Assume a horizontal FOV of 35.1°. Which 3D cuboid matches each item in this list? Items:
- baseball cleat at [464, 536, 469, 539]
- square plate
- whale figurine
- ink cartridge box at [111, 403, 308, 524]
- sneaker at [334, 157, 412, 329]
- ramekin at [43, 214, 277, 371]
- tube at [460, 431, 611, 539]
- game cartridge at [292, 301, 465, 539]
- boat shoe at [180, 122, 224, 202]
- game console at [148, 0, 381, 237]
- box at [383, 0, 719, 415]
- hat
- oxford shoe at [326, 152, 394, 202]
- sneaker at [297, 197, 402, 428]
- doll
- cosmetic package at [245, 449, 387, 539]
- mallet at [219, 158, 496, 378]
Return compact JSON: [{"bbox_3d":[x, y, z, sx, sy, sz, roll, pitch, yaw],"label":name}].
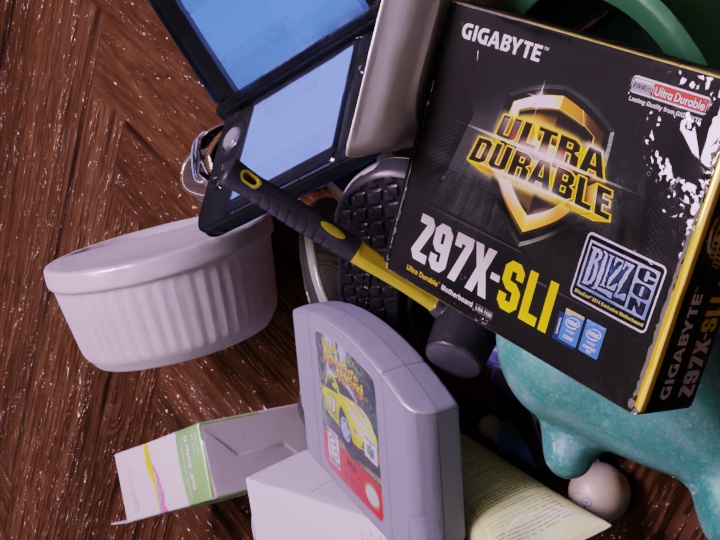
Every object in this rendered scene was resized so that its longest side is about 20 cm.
[{"bbox_3d":[0.088,0.232,0.740,0.199,0.070,0.107,12,108,8],"label":"baseball cleat"},{"bbox_3d":[0.057,-0.163,0.686,0.028,0.200,0.199,18,102,16],"label":"square plate"},{"bbox_3d":[0.163,0.063,0.648,0.159,0.104,0.200,-44,70,12],"label":"whale figurine"},{"bbox_3d":[-0.142,0.178,1.029,0.200,0.117,0.068,-26,75,48],"label":"ink cartridge box"},{"bbox_3d":[0.027,-0.033,0.791,0.072,0.083,0.200,32,153,7],"label":"sneaker"},{"bbox_3d":[-0.163,0.016,0.981,0.202,0.202,0.095,1,108,50],"label":"ramekin"},{"bbox_3d":[0.081,0.150,0.760,0.058,0.052,0.200,-61,23,-2],"label":"tube"},{"bbox_3d":[0.006,0.097,0.768,0.200,0.041,0.134,-147,52,-59],"label":"game cartridge"},{"bbox_3d":[-0.105,-0.098,0.977,0.200,0.072,0.073,-9,79,48],"label":"boat shoe"},{"bbox_3d":[-0.072,-0.142,0.774,0.200,0.118,0.171,-22,47,45],"label":"game console"},{"bbox_3d":[0.105,-0.041,0.586,0.200,0.049,0.160,32,115,46],"label":"box"},{"bbox_3d":[0.199,-0.148,0.654,0.166,0.176,0.200,51,160,2],"label":"hat"},{"bbox_3d":[-0.023,-0.123,0.863,0.071,0.074,0.200,-33,72,4],"label":"oxford shoe"},{"bbox_3d":[-0.024,0.049,0.904,0.106,0.075,0.201,-28,75,49],"label":"sneaker"},{"bbox_3d":[0.117,0.076,0.759,0.136,0.048,0.200,-46,67,42],"label":"doll"},{"bbox_3d":[0.006,0.210,0.874,0.200,0.074,0.102,8,111,46],"label":"cosmetic package"},{"bbox_3d":[0.000,0.000,0.694,0.041,0.199,0.066,-43,24,59],"label":"mallet"}]
